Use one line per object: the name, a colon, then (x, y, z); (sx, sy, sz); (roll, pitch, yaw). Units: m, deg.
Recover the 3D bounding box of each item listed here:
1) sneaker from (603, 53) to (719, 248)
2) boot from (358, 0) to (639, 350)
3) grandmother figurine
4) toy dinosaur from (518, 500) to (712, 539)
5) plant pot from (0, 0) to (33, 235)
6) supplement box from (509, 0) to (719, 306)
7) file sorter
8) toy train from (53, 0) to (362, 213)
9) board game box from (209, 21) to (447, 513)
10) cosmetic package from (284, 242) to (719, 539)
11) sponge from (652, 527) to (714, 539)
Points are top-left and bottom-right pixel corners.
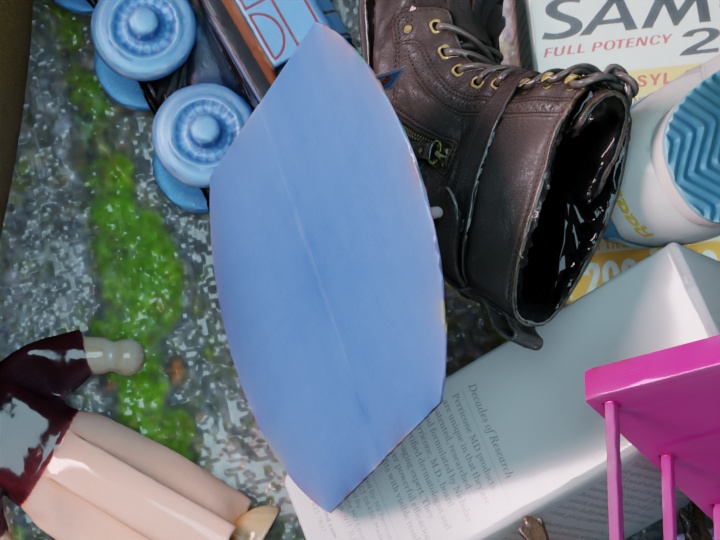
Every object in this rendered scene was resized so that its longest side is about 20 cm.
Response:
sneaker: (0.169, -0.068, 1.086); (0.200, 0.081, 0.077); (-24, 93, -37)
boot: (0.059, -0.070, 1.070); (0.069, 0.174, 0.201); (15, 86, -28)
grandmother figurine: (-0.135, 0.080, 1.163); (0.199, 0.061, 0.122); (28, 76, 2)
toy dinosaur: (0.078, 0.162, 1.093); (0.135, 0.200, 0.086); (-40, 68, 37)
plant pot: (-0.216, -0.073, 1.098); (0.186, 0.187, 0.201); (19, 67, 3)
supplement box: (0.135, -0.075, 1.166); (0.125, 0.074, 0.201); (-7, 83, -1)
file sorter: (0.190, 0.117, 0.979); (0.139, 0.200, 0.126); (-17, 53, 27)
toy train: (-0.066, -0.116, 1.172); (0.114, 0.087, 0.200); (-30, 83, -8)
board game box: (0.000, 0.000, 1.055); (0.039, 0.200, 0.159); (-10, 69, -27)
cosmetic package: (0.081, 0.074, 1.094); (0.200, 0.101, 0.071); (-32, 66, 22)
sponge: (0.138, 0.218, 1.154); (0.111, 0.030, 0.201); (-11, 83, 0)
